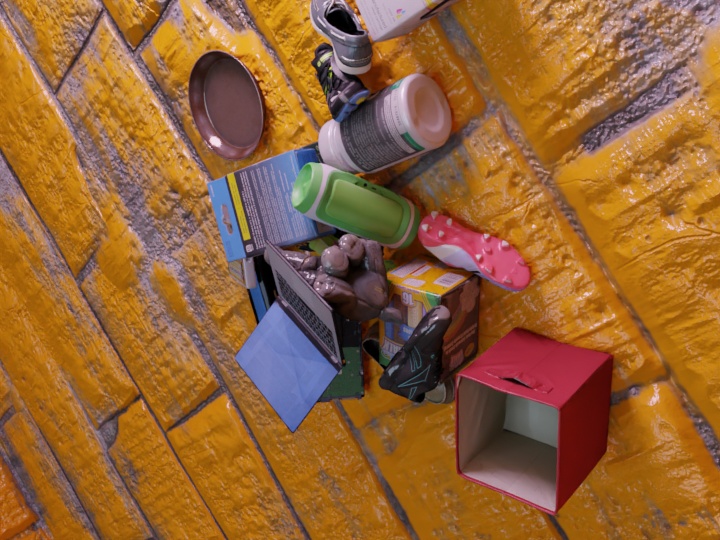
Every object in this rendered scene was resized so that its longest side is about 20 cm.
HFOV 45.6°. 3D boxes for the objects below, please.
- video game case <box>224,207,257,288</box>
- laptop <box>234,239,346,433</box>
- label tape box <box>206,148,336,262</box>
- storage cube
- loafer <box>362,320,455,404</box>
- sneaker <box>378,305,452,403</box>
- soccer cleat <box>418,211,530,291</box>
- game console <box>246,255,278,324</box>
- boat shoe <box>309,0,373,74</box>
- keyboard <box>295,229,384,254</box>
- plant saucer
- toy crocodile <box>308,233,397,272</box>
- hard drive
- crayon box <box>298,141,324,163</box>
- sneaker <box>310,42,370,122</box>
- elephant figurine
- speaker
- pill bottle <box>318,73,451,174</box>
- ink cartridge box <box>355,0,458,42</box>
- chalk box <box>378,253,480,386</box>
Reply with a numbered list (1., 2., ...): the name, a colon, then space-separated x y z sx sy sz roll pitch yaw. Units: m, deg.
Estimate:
1. video game case: -0.232 -0.070 1.601 0.200 0.023 0.185 -160 62 -70
2. laptop: -0.121 0.099 1.294 0.187 0.115 0.202 43 155 37
3. label tape box: -0.150 -0.107 1.432 0.198 0.063 0.147 -14 92 34
4. storage cube: 0.257 0.216 1.270 0.169 0.179 0.203 14 120 36
5. loafer: 0.078 0.169 1.486 0.199 0.067 0.077 36 130 24
6. sneaker: 0.099 0.128 1.287 0.079 0.076 0.201 36 137 5
7. soccer cleat: 0.175 -0.022 1.324 0.198 0.067 0.077 30 158 21
8. game console: -0.193 0.054 1.647 0.115 0.176 0.203 -12 103 15
9. boat shoe: -0.028 -0.376 1.283 0.062 0.072 0.202 93 161 -49
10. keyboard: -0.052 -0.060 1.480 0.197 0.021 0.128 18 139 13
11. plant saucer: -0.240 -0.304 1.575 0.198 0.034 0.203 20 122 34
12. toy crocodile: 0.000 0.000 1.452 0.199 0.062 0.068 34 139 -7
13. hard drive: -0.063 0.146 1.570 0.137 0.038 0.203 -4 112 -1
14. crayon box: -0.118 -0.128 1.536 0.199 0.051 0.127 -29 89 46
15. sneaker: -0.040 -0.290 1.301 0.071 0.201 0.083 -39 122 14
16. elephant figurine: -0.048 0.021 1.344 0.199 0.140 0.158 -19 73 55
17. speaker: -0.006 -0.100 1.346 0.088 0.198 0.090 -43 36 44
18. pill bottle: 0.033 -0.215 1.315 0.198 0.113 0.115 -16 99 44
19. ink cartridge box: 0.077 -0.432 1.195 0.199 0.085 0.149 -21 95 46
20. chalk box: 0.110 0.096 1.384 0.123 0.124 0.203 17 119 35
